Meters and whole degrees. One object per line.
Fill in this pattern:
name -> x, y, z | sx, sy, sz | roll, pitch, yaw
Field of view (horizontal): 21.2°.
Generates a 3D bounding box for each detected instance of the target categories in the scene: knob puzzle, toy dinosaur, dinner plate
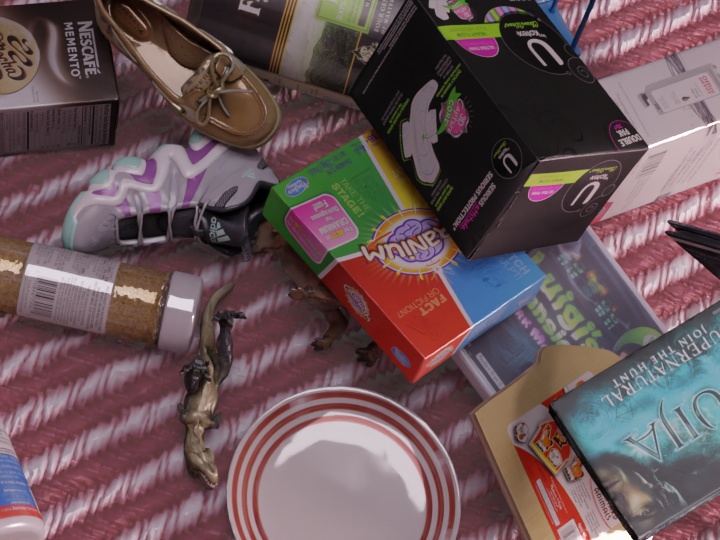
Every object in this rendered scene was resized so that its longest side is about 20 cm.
knob puzzle -> 0.191, 0.155, 1.634 | 0.218, 0.030, 0.222 | 7, 77, -33
toy dinosaur -> 0.000, 0.000, 1.689 | 0.198, 0.086, 0.136 | 16, 54, -8
dinner plate -> -0.014, 0.193, 1.615 | 0.198, 0.024, 0.202 | 4, 61, -8
toy dinosaur -> -0.127, 0.079, 1.618 | 0.047, 0.088, 0.201 | 10, 62, -5

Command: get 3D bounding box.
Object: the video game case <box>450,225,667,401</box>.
video game case -> 0.184, 0.075, 1.684 | 0.181, 0.023, 0.201 | -37, 90, -25

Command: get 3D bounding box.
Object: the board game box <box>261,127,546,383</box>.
board game box -> 0.037, -0.022, 1.635 | 0.153, 0.040, 0.200 | -32, 71, -32

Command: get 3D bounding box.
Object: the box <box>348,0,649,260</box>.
box -> 0.116, -0.129, 1.638 | 0.148, 0.125, 0.201 | -9, 56, -42

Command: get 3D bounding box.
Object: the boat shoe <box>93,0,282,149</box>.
boat shoe -> -0.155, -0.178, 1.673 | 0.199, 0.063, 0.074 | 37, 88, 5

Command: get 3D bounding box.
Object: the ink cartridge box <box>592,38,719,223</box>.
ink cartridge box -> 0.266, -0.124, 1.761 | 0.199, 0.147, 0.083 | -20, 70, -20

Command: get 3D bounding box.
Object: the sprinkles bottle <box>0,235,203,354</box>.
sprinkles bottle -> -0.236, 0.018, 1.641 | 0.198, 0.068, 0.069 | 13, 61, -3

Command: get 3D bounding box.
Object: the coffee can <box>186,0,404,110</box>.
coffee can -> -0.049, -0.237, 1.765 | 0.198, 0.147, 0.147 | 17, 61, -2

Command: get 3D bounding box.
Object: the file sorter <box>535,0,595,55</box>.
file sorter -> 0.122, -0.297, 1.841 | 0.138, 0.123, 0.201 | -17, 66, -19

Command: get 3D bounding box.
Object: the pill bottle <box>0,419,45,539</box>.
pill bottle -> -0.336, 0.145, 1.532 | 0.112, 0.112, 0.201 | -20, 67, -19

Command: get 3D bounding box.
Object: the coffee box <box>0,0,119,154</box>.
coffee box -> -0.321, -0.170, 1.718 | 0.198, 0.080, 0.114 | -7, 63, -13

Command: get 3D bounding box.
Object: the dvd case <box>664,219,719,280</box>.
dvd case -> 0.364, 0.010, 1.660 | 0.148, 0.200, 0.016 | 18, 83, 35

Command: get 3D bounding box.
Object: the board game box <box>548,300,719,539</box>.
board game box -> 0.273, 0.117, 1.577 | 0.199, 0.028, 0.136 | -31, 69, -7

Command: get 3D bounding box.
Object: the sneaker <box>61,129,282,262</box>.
sneaker -> -0.149, -0.045, 1.670 | 0.199, 0.078, 0.140 | -33, 58, -23
